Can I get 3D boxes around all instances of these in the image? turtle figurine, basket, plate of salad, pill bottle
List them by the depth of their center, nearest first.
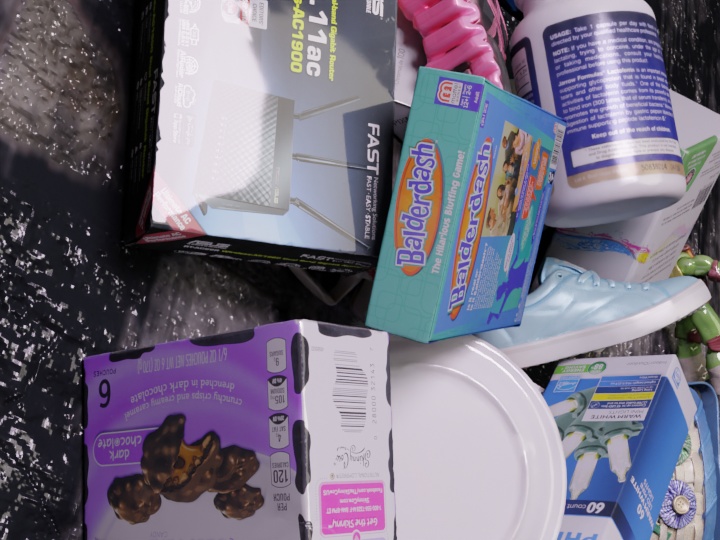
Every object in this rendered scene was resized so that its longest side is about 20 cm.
[{"bbox_3d":[0.038,0.136,0.750,0.197,0.048,0.203,1,77,-6],"label":"plate of salad"},{"bbox_3d":[0.177,-0.142,0.873,0.115,0.115,0.203,2,77,-52],"label":"pill bottle"},{"bbox_3d":[0.260,0.188,1.014,0.198,0.138,0.179,7,75,-41],"label":"basket"},{"bbox_3d":[0.383,0.019,1.214,0.199,0.143,0.196,-26,106,-48],"label":"turtle figurine"}]

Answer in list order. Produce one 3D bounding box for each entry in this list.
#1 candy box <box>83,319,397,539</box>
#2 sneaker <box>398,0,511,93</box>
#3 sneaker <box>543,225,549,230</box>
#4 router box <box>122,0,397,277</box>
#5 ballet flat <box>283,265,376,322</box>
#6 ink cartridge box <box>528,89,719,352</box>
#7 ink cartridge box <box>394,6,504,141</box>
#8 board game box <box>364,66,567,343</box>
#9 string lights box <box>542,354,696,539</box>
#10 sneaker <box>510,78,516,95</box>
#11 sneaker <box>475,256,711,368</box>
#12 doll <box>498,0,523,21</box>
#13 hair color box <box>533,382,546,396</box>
[{"bbox_3d":[-0.065,0.137,0.584,0.071,0.166,0.203,10,73,-50],"label":"candy box"},{"bbox_3d":[0.088,-0.162,0.870,0.095,0.078,0.203,2,75,-51],"label":"sneaker"},{"bbox_3d":[0.118,-0.046,0.964,0.083,0.071,0.200,-61,161,18],"label":"sneaker"},{"bbox_3d":[-0.057,-0.105,0.681,0.148,0.062,0.203,7,79,-26],"label":"router box"},{"bbox_3d":[0.000,0.000,0.799,0.199,0.075,0.064,31,89,-39],"label":"ballet flat"},{"bbox_3d":[0.241,-0.047,1.011,0.144,0.084,0.202,-23,139,-52],"label":"ink cartridge box"},{"bbox_3d":[0.041,-0.194,0.899,0.200,0.047,0.162,40,52,-43],"label":"ink cartridge box"},{"bbox_3d":[0.074,-0.037,0.728,0.200,0.045,0.154,1,103,-67],"label":"board game box"},{"bbox_3d":[0.168,0.150,0.833,0.200,0.102,0.059,-54,125,-43],"label":"string lights box"},{"bbox_3d":[0.225,-0.136,1.063,0.199,0.115,0.077,18,62,-49],"label":"sneaker"},{"bbox_3d":[0.182,0.023,0.924,0.074,0.198,0.083,75,-1,-89],"label":"sneaker"},{"bbox_3d":[0.115,-0.268,0.964,0.201,0.048,0.136,59,15,-3],"label":"doll"},{"bbox_3d":[0.098,0.135,0.881,0.199,0.063,0.112,30,60,-43],"label":"hair color box"}]
